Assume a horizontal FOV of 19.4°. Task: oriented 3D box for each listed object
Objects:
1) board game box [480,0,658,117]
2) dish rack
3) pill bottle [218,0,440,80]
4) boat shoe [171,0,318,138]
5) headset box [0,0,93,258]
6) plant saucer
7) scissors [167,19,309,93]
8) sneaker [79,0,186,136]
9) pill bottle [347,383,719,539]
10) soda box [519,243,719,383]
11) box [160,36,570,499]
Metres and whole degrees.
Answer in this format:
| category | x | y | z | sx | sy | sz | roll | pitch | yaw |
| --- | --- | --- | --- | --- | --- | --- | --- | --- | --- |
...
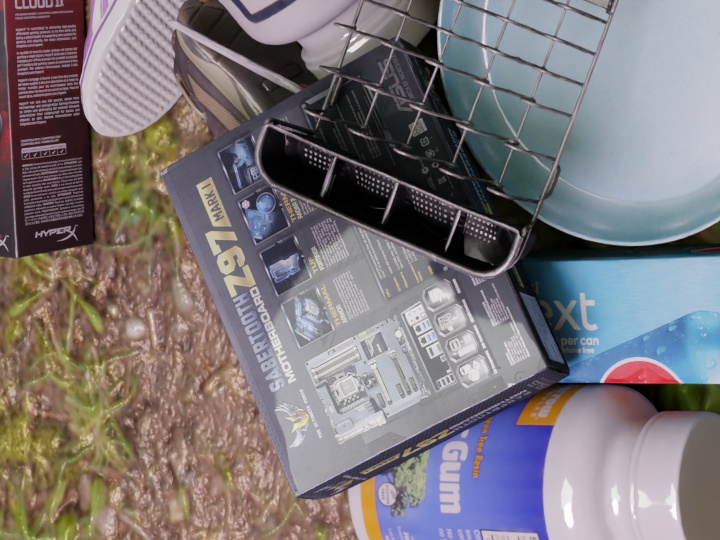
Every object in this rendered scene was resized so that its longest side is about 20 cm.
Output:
| category | x | y | z | sx | sy | sz | roll | pitch | yaw |
| --- | --- | --- | --- | --- | --- | --- | --- | --- | --- |
| board game box | 0.134 | -0.180 | 1.111 | 0.200 | 0.048 | 0.102 | -39 | 75 | 34 |
| dish rack | 0.048 | -0.112 | 1.059 | 0.153 | 0.055 | 0.201 | 24 | 99 | 21 |
| pill bottle | -0.047 | -0.197 | 1.162 | 0.111 | 0.111 | 0.200 | -26 | 115 | 36 |
| boat shoe | -0.040 | -0.078 | 1.253 | 0.200 | 0.074 | 0.073 | 53 | 149 | 12 |
| headset box | -0.257 | -0.115 | 1.393 | 0.148 | 0.077 | 0.201 | 6 | 102 | 36 |
| plant saucer | 0.133 | -0.112 | 1.080 | 0.199 | 0.027 | 0.201 | 10 | 110 | 28 |
| scissors | -0.020 | -0.093 | 1.211 | 0.199 | 0.073 | 0.014 | 27 | 92 | 20 |
| sneaker | -0.141 | -0.190 | 1.313 | 0.114 | 0.072 | 0.201 | 50 | 130 | 42 |
| pill bottle | 0.102 | 0.117 | 1.142 | 0.199 | 0.112 | 0.113 | -4 | 95 | 37 |
| soda box | 0.163 | 0.023 | 1.113 | 0.199 | 0.064 | 0.068 | -2 | 96 | 37 |
| box | 0.000 | 0.000 | 1.128 | 0.157 | 0.051 | 0.201 | -28 | 74 | 15 |
